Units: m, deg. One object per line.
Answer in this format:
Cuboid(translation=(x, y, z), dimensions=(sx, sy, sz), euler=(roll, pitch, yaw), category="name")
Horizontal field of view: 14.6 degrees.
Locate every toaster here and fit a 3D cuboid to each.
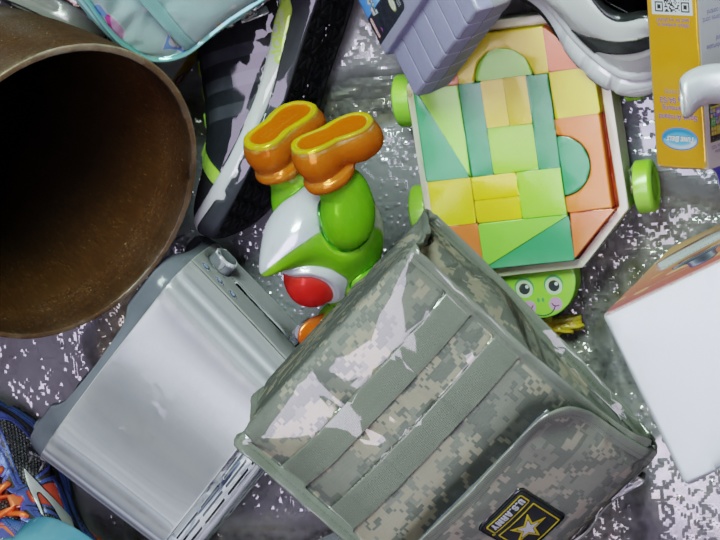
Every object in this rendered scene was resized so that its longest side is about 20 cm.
Cuboid(translation=(-0.113, 0.088, 1.766), dimensions=(0.129, 0.114, 0.200), euler=(40, 107, 4), category="toaster")

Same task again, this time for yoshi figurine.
Cuboid(translation=(0.009, -0.008, 1.711), dimensions=(0.111, 0.113, 0.201), euler=(-11, 116, 15), category="yoshi figurine")

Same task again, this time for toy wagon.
Cuboid(translation=(0.103, -0.054, 1.709), dimensions=(0.154, 0.040, 0.201), euler=(-6, 99, 18), category="toy wagon")

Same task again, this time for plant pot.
Cuboid(translation=(-0.229, -0.087, 1.708), dimensions=(0.200, 0.186, 0.188), euler=(38, 114, 45), category="plant pot")

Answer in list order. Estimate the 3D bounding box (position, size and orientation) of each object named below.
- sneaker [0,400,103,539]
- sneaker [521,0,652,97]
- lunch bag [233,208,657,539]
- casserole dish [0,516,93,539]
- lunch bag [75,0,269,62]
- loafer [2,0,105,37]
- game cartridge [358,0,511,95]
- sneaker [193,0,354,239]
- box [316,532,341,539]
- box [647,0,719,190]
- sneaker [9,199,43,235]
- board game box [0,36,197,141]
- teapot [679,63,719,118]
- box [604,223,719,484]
Cuboid(translation=(-0.220, 0.164, 1.832), dimensions=(0.075, 0.078, 0.200), euler=(-38, 88, 19), category="sneaker")
Cuboid(translation=(0.111, -0.189, 1.645), dimensions=(0.200, 0.080, 0.074), euler=(37, 66, 9), category="sneaker")
Cuboid(translation=(0.053, 0.098, 1.632), dimensions=(0.200, 0.118, 0.164), euler=(42, 104, -7), category="lunch bag")
Cuboid(translation=(-0.168, 0.241, 1.753), dimensions=(0.200, 0.039, 0.122), euler=(35, 115, 20), category="casserole dish")
Cuboid(translation=(-0.123, -0.220, 1.638), dimensions=(0.160, 0.077, 0.200), euler=(-35, 121, 14), category="lunch bag")
Cuboid(translation=(-0.230, -0.205, 1.766), dimensions=(0.199, 0.072, 0.063), euler=(28, 86, 22), category="loafer")
Cuboid(translation=(0.015, -0.213, 1.648), dimensions=(0.201, 0.038, 0.130), euler=(64, 152, 12), category="game cartridge")
Cuboid(translation=(-0.069, -0.120, 1.743), dimensions=(0.083, 0.072, 0.201), euler=(27, 102, 23), category="sneaker")
Cuboid(translation=(0.041, 0.170, 1.751), dimensions=(0.199, 0.082, 0.049), euler=(-25, 94, 20), category="box")
Cuboid(translation=(0.212, -0.144, 1.610), dimensions=(0.041, 0.119, 0.201), euler=(9, 109, 41), category="box")
Cuboid(translation=(-0.255, 0.011, 1.815), dimensions=(0.199, 0.079, 0.090), euler=(-4, 145, 27), category="sneaker")
Cuboid(translation=(-0.178, -0.109, 1.794), dimensions=(0.095, 0.030, 0.200), euler=(37, 106, 7), category="board game box")
Cuboid(translation=(0.285, -0.170, 1.558), dimensions=(0.146, 0.200, 0.198), euler=(30, 117, 16), category="teapot")
Cuboid(translation=(0.243, 0.021, 1.596), dimensions=(0.152, 0.200, 0.107), euler=(-26, 93, 19), category="box")
